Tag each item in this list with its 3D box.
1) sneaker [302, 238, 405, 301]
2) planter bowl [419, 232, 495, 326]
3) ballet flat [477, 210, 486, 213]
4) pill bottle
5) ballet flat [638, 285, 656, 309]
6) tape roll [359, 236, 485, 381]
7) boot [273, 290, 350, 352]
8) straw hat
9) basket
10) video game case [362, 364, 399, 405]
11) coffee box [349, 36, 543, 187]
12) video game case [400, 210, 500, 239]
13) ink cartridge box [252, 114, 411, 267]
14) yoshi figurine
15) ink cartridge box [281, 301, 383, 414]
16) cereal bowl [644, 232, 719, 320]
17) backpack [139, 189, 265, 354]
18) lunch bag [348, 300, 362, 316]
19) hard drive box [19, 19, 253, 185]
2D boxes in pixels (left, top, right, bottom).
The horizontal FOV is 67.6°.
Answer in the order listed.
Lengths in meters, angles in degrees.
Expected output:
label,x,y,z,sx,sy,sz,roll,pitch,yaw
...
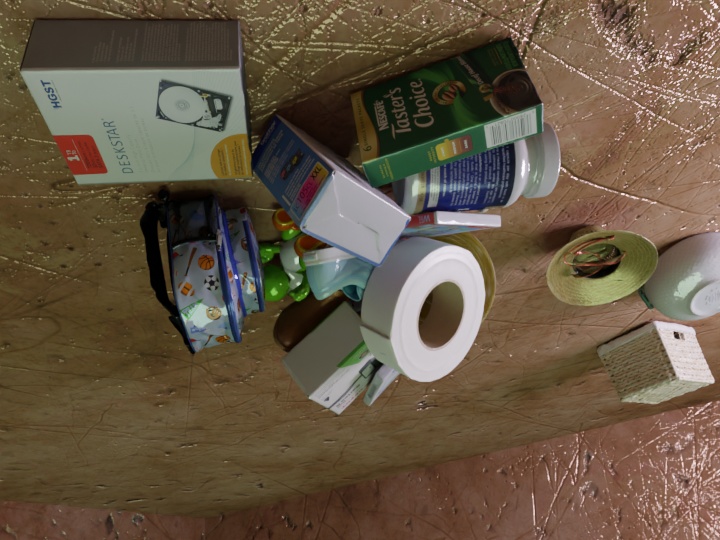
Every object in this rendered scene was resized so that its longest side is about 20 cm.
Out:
label,x,y,z,sx,sy,sz,roll,pitch,yaw
sneaker,0.000,0.000,0.792,0.197,0.084,0.073,-10,-175,-38
planter bowl,0.132,0.016,0.927,0.197,0.204,0.083,-18,-176,15
ballet flat,0.152,-0.113,0.778,0.195,0.068,0.067,-5,149,-7
pill bottle,0.143,-0.136,0.690,0.195,0.118,0.116,-5,149,-6
ballet flat,0.721,0.054,1.201,0.195,0.076,0.075,-8,150,-2
tape roll,0.095,0.057,0.795,0.201,0.206,0.070,23,178,-42
boot,-0.051,0.045,0.900,0.199,0.077,0.155,-34,173,-44
straw hat,0.419,-0.032,0.965,0.196,0.086,0.203,-1,138,-1
basket,0.800,0.257,1.467,0.195,0.164,0.200,10,146,-30
video game case,0.087,0.158,1.016,0.200,0.022,0.183,-43,166,-24
coffee box,0.089,-0.176,0.600,0.196,0.125,0.044,-15,144,11
video game case,0.079,-0.060,0.769,0.141,0.018,0.198,-2,178,-41
ink cartridge box,-0.047,-0.105,0.652,0.135,0.201,0.077,25,109,-43
yoshi figurine,-0.120,-0.007,0.857,0.110,0.114,0.201,14,148,-6
ink cartridge box,-0.033,0.159,0.938,0.145,0.084,0.200,-43,156,-6
cereal bowl,0.685,0.028,1.079,0.195,0.084,0.203,-2,129,-3
backpack,-0.211,0.013,0.770,0.151,0.194,0.201,-7,149,-3
lunch bag,0.039,0.090,1.079,0.157,0.077,0.200,-20,147,13
hard drive box,-0.219,-0.174,0.574,0.195,0.078,0.157,-4,148,-8
